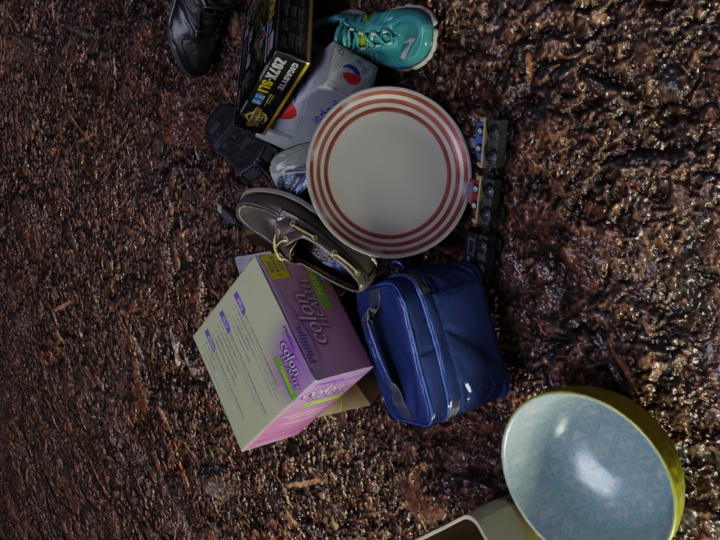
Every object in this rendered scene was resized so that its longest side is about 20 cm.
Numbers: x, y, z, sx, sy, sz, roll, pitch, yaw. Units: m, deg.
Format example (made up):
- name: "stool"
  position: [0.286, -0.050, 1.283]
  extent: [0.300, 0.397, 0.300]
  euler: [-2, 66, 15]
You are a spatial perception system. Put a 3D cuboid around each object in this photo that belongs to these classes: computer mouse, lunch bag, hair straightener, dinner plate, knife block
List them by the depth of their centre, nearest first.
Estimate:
- name: "dinner plate"
  position: [0.033, -0.114, 0.951]
  extent: [0.024, 0.199, 0.201]
  euler: [178, 75, -77]
- name: "lunch bag"
  position: [0.075, 0.082, 0.978]
  extent: [0.136, 0.132, 0.201]
  euler: [-14, 93, 64]
- name: "hair straightener"
  position: [0.052, -0.090, 1.033]
  extent: [0.200, 0.041, 0.077]
  euler: [31, 138, 41]
- name: "knife block"
  position: [-0.046, 0.112, 1.146]
  extent: [0.200, 0.064, 0.176]
  euler: [-23, 105, 47]
- name: "computer mouse"
  position: [-0.175, -0.148, 1.208]
  extent: [0.200, 0.046, 0.141]
  euler: [42, 100, 27]

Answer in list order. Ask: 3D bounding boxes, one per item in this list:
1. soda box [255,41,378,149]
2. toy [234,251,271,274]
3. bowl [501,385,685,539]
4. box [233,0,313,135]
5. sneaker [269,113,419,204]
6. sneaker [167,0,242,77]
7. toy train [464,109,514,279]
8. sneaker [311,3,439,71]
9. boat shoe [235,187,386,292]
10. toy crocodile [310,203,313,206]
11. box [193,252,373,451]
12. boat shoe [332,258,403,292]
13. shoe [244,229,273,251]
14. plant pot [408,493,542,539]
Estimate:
- name: "soda box"
  position: [-0.061, -0.214, 1.038]
  extent: [0.200, 0.068, 0.064]
  euler: [-17, 55, 58]
- name: "toy"
  position: [-0.162, 0.076, 1.295]
  extent: [0.115, 0.047, 0.201]
  euler: [-6, 102, 51]
- name: "bowl"
  position: [0.263, 0.206, 0.871]
  extent: [0.200, 0.107, 0.201]
  euler: [17, 115, 41]
- name: "box"
  position: [-0.109, -0.299, 1.029]
  extent: [0.160, 0.049, 0.201]
  euler: [-41, 42, 53]
- name: "sneaker"
  position: [-0.010, -0.126, 1.004]
  extent: [0.199, 0.077, 0.086]
  euler: [-23, 67, 12]
- name: "sneaker"
  position: [-0.223, -0.375, 1.183]
  extent: [0.114, 0.076, 0.200]
  euler: [33, 120, 41]
- name: "toy train"
  position: [0.146, -0.088, 0.944]
  extent: [0.046, 0.034, 0.201]
  euler: [29, 124, 48]
- name: "sneaker"
  position: [0.009, -0.278, 0.981]
  extent: [0.199, 0.079, 0.078]
  euler: [12, 111, 42]
- name: "boat shoe"
  position: [-0.069, -0.036, 0.975]
  extent: [0.199, 0.060, 0.072]
  euler: [26, 142, 11]
- name: "toy crocodile"
  position: [-0.054, -0.102, 1.088]
  extent: [0.067, 0.062, 0.201]
  euler: [-36, 48, 43]
- name: "box"
  position: [-0.106, 0.102, 1.040]
  extent: [0.200, 0.096, 0.176]
  euler: [-47, 62, 41]
- name: "boat shoe"
  position: [0.003, -0.005, 1.094]
  extent: [0.075, 0.075, 0.202]
  euler: [45, 151, -22]
- name: "shoe"
  position: [-0.101, -0.063, 1.191]
  extent: [0.200, 0.070, 0.054]
  euler: [-2, 58, 51]
- name: "plant pot"
  position: [0.173, 0.369, 0.967]
  extent: [0.200, 0.177, 0.200]
  euler: [-43, 73, 44]
